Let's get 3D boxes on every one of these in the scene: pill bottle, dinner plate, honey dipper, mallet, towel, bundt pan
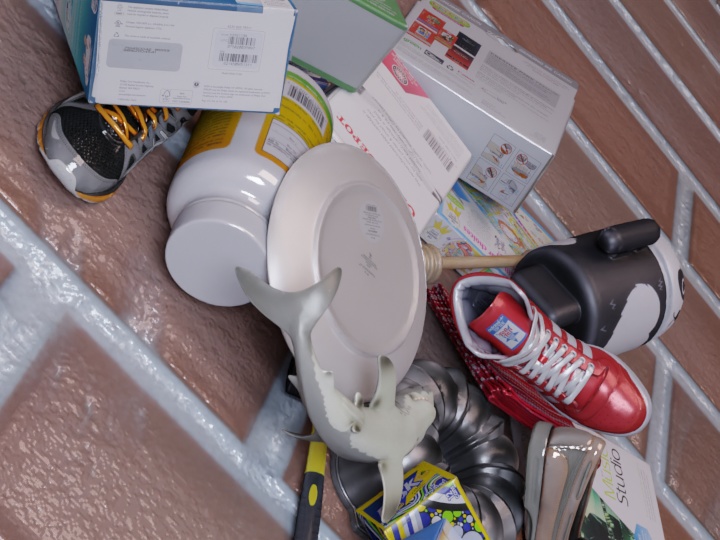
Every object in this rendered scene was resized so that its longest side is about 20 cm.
[{"bbox_3d":[-0.090,-0.068,1.123,0.111,0.110,0.201,43,35,-22],"label":"pill bottle"},{"bbox_3d":[0.000,0.000,1.103,0.199,0.024,0.203,17,68,-51],"label":"dinner plate"},{"bbox_3d":[0.105,-0.006,1.376,0.198,0.038,0.038,0,62,-42],"label":"honey dipper"},{"bbox_3d":[-0.024,0.150,1.081,0.065,0.041,0.202,7,54,-12],"label":"mallet"},{"bbox_3d":[0.139,0.094,1.306,0.144,0.023,0.200,37,12,-29],"label":"towel"},{"bbox_3d":[0.066,0.160,1.178,0.201,0.075,0.204,36,37,-33],"label":"bundt pan"}]

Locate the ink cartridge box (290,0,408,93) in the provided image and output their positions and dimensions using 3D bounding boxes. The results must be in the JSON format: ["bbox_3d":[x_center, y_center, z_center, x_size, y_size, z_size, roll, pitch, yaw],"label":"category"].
[{"bbox_3d":[-0.057,-0.271,1.270,0.144,0.088,0.202,21,35,-35],"label":"ink cartridge box"}]

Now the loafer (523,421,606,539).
[{"bbox_3d":[0.167,0.221,1.179,0.072,0.062,0.203,-55,146,-61],"label":"loafer"}]

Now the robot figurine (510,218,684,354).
[{"bbox_3d":[0.228,0.027,1.399,0.198,0.150,0.127,-14,88,-36],"label":"robot figurine"}]

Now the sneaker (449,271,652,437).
[{"bbox_3d":[0.156,0.071,1.206,0.199,0.072,0.112,37,5,17],"label":"sneaker"}]

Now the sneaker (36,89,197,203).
[{"bbox_3d":[-0.174,-0.121,1.084,0.079,0.077,0.200,52,33,-12],"label":"sneaker"}]

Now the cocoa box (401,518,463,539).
[{"bbox_3d":[0.053,0.302,0.979,0.201,0.133,0.131,52,31,-10],"label":"cocoa box"}]

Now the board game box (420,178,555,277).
[{"bbox_3d":[0.137,-0.032,1.481,0.200,0.034,0.135,42,34,-24],"label":"board game box"}]

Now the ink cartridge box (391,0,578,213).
[{"bbox_3d":[0.113,-0.179,1.467,0.199,0.084,0.176,32,35,-1],"label":"ink cartridge box"}]

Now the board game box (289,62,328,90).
[{"bbox_3d":[-0.123,-0.228,1.286,0.199,0.034,0.137,5,59,-52],"label":"board game box"}]

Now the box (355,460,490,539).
[{"bbox_3d":[0.079,0.248,1.074,0.202,0.070,0.064,61,-15,-14],"label":"box"}]

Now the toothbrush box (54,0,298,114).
[{"bbox_3d":[-0.145,-0.202,1.073,0.144,0.086,0.201,1,31,-21],"label":"toothbrush box"}]

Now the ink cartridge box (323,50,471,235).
[{"bbox_3d":[0.009,-0.103,1.316,0.146,0.084,0.200,51,30,-10],"label":"ink cartridge box"}]

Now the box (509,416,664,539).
[{"bbox_3d":[0.223,0.222,1.381,0.199,0.036,0.146,30,41,-35],"label":"box"}]

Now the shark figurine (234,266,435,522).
[{"bbox_3d":[-0.026,0.096,1.020,0.215,0.088,0.130,47,49,-45],"label":"shark figurine"}]
